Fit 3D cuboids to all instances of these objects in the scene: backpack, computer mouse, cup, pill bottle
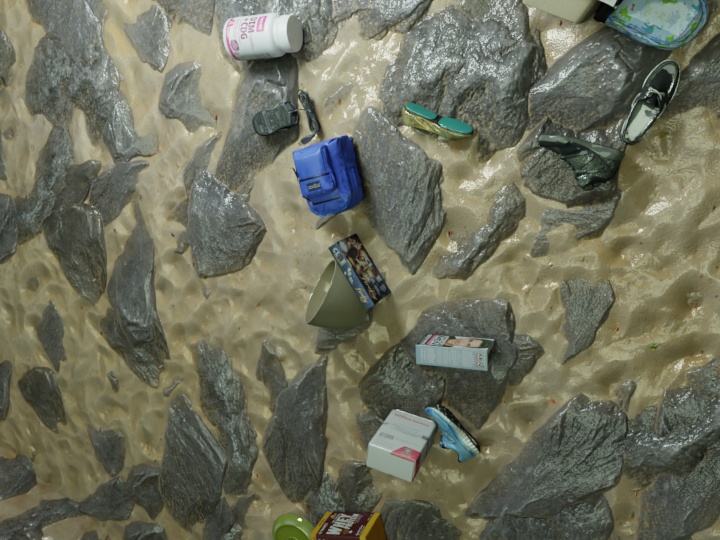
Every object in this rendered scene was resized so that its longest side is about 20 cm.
[{"bbox_3d":[0.636,-0.559,1.316,0.200,0.154,0.163,37,109,-3],"label":"backpack"},{"bbox_3d":[-0.097,-0.251,1.697,0.162,0.168,0.201,-9,104,32],"label":"backpack"},{"bbox_3d":[-0.207,-0.419,1.772,0.199,0.046,0.141,-21,99,22],"label":"computer mouse"},{"bbox_3d":[-0.055,0.087,1.768,0.143,0.201,0.201,25,116,-15],"label":"cup"},{"bbox_3d":[-0.268,-0.646,1.697,0.199,0.113,0.114,3,105,23],"label":"pill bottle"}]

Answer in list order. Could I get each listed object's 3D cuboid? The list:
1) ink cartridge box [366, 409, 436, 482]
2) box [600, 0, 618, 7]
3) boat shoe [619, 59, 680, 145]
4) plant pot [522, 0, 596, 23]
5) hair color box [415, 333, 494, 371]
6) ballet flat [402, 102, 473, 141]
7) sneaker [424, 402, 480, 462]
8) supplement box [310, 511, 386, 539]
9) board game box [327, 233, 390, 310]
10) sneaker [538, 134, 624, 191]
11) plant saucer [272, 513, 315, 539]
[{"bbox_3d":[0.121,0.500,1.773,0.145,0.200,0.085,15,114,20],"label":"ink cartridge box"},{"bbox_3d":[0.478,-0.639,1.190,0.144,0.036,0.201,30,132,13],"label":"box"},{"bbox_3d":[0.652,-0.377,1.388,0.074,0.060,0.201,34,114,13],"label":"boat shoe"},{"bbox_3d":[0.462,-0.652,1.339,0.199,0.200,0.178,28,124,15],"label":"plant pot"},{"bbox_3d":[0.262,0.224,1.695,0.199,0.099,0.061,3,104,23],"label":"hair color box"},{"bbox_3d":[0.198,-0.372,1.595,0.199,0.071,0.071,26,112,15],"label":"ballet flat"},{"bbox_3d":[0.250,0.470,1.765,0.090,0.078,0.200,-43,83,10],"label":"sneaker"},{"bbox_3d":[-0.027,0.903,1.980,0.199,0.133,0.199,-9,100,25],"label":"supplement box"},{"bbox_3d":[0.000,0.000,1.734,0.035,0.135,0.201,-31,90,27],"label":"board game box"},{"bbox_3d":[0.513,-0.258,1.472,0.198,0.076,0.115,20,104,12],"label":"sneaker"},{"bbox_3d":[-0.228,0.944,2.138,0.199,0.031,0.201,6,106,22],"label":"plant saucer"}]
